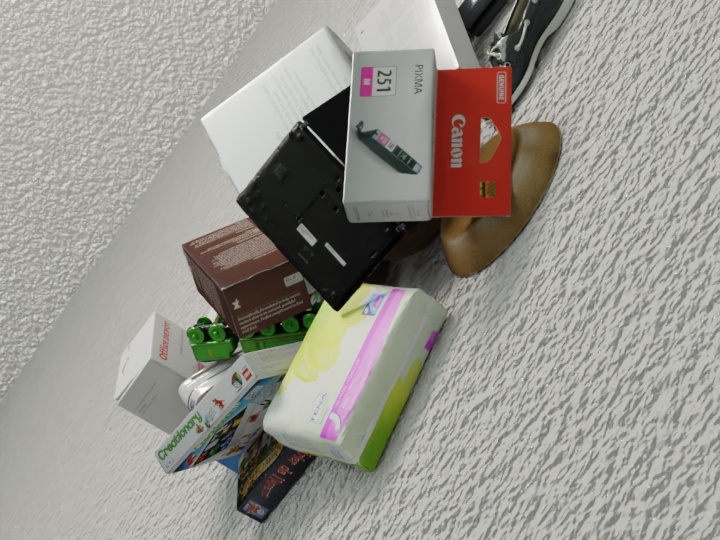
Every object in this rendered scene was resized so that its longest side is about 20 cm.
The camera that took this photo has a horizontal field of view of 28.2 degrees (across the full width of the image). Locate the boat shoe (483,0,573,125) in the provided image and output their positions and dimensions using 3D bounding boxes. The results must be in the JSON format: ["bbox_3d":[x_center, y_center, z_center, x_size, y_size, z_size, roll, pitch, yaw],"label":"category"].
[{"bbox_3d":[0.186,-0.273,1.739,0.201,0.060,0.076,-62,18,-10],"label":"boat shoe"}]

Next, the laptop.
[{"bbox_3d":[-0.005,-0.091,1.599,0.200,0.177,0.103,-49,-14,25],"label":"laptop"}]

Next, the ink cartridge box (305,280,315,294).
[{"bbox_3d":[-0.069,-0.066,1.939,0.146,0.083,0.201,-27,35,58],"label":"ink cartridge box"}]

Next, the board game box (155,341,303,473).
[{"bbox_3d":[-0.140,0.160,1.682,0.126,0.035,0.200,-9,-32,-52],"label":"board game box"}]

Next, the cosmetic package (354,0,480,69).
[{"bbox_3d":[0.076,-0.300,1.957,0.151,0.052,0.201,-40,52,35],"label":"cosmetic package"}]

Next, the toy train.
[{"bbox_3d":[-0.120,0.078,1.739,0.199,0.057,0.042,-7,23,23],"label":"toy train"}]

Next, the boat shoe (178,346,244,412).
[{"bbox_3d":[-0.135,0.119,1.796,0.199,0.074,0.065,-22,34,-26],"label":"boat shoe"}]

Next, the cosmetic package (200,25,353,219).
[{"bbox_3d":[-0.053,-0.152,1.752,0.200,0.165,0.165,-34,61,11],"label":"cosmetic package"}]

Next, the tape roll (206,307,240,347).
[{"bbox_3d":[-0.170,0.079,2.111,0.203,0.071,0.203,-51,18,24],"label":"tape roll"}]

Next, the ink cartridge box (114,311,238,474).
[{"bbox_3d":[-0.214,0.160,1.877,0.085,0.200,0.145,-53,18,16],"label":"ink cartridge box"}]

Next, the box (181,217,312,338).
[{"bbox_3d":[-0.141,0.006,1.755,0.100,0.075,0.200,-23,21,-13],"label":"box"}]

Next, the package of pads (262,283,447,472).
[{"bbox_3d":[-0.010,0.110,1.571,0.154,0.068,0.201,5,63,52],"label":"package of pads"}]

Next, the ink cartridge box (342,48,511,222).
[{"bbox_3d":[0.074,-0.147,1.533,0.044,0.173,0.201,72,-161,-60],"label":"ink cartridge box"}]

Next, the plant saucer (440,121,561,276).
[{"bbox_3d":[0.145,-0.088,1.588,0.200,0.035,0.200,-50,20,25],"label":"plant saucer"}]

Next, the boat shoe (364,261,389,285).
[{"bbox_3d":[0.000,0.000,1.799,0.200,0.072,0.068,-78,-4,-58],"label":"boat shoe"}]

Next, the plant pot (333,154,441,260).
[{"bbox_3d":[0.041,-0.079,1.687,0.201,0.200,0.093,-49,58,28],"label":"plant pot"}]

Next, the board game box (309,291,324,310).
[{"bbox_3d":[-0.061,0.031,1.950,0.126,0.035,0.201,-40,25,44],"label":"board game box"}]

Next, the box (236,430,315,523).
[{"bbox_3d":[-0.079,0.190,1.732,0.200,0.038,0.137,-52,18,20],"label":"box"}]

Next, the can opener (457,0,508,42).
[{"bbox_3d":[0.159,-0.332,1.957,0.200,0.053,0.067,-50,51,25],"label":"can opener"}]
